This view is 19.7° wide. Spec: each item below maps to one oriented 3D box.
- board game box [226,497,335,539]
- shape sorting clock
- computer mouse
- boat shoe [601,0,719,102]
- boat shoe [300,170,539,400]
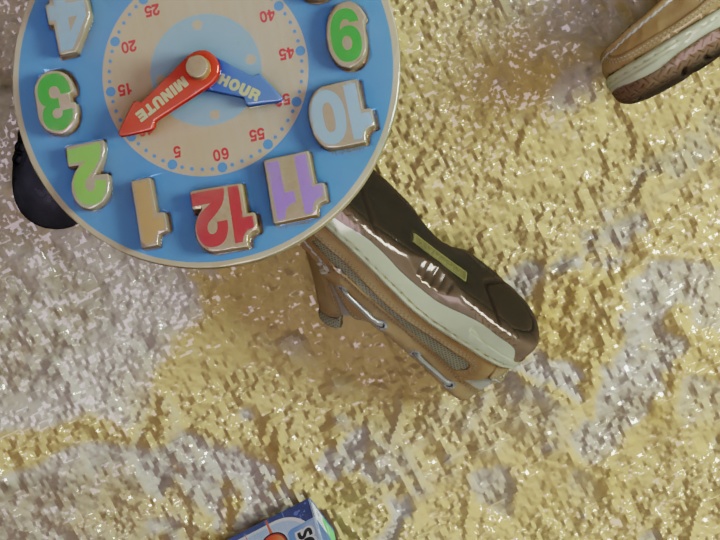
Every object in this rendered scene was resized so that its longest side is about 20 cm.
[{"bbox_3d":[-0.058,0.228,1.103,0.135,0.201,0.035,-28,129,6],"label":"board game box"},{"bbox_3d":[-0.079,-0.101,1.047,0.198,0.039,0.202,0,87,5],"label":"shape sorting clock"},{"bbox_3d":[-0.142,-0.115,1.091,0.058,0.034,0.201,14,104,-4],"label":"computer mouse"},{"bbox_3d":[0.198,-0.167,1.066,0.199,0.072,0.076,-36,89,0],"label":"boat shoe"},{"bbox_3d":[0.000,0.000,1.111,0.200,0.072,0.076,41,117,-9],"label":"boat shoe"}]
